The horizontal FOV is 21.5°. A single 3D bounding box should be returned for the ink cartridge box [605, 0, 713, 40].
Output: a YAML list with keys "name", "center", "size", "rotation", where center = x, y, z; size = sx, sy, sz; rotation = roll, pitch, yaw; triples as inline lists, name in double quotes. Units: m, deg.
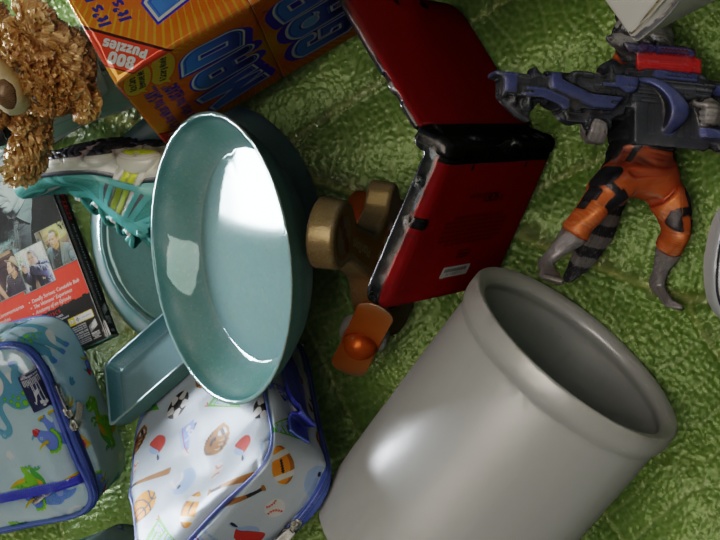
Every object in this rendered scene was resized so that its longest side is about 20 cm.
- name: "ink cartridge box"
  center: [0.215, -0.252, 1.187]
  size: [0.146, 0.199, 0.085]
  rotation: [56, 148, 10]

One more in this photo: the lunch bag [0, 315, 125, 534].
- name: "lunch bag"
  center: [-0.292, 0.129, 1.481]
  size: [0.199, 0.082, 0.162]
  rotation: [-12, 108, 24]

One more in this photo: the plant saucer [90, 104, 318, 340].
- name: "plant saucer"
  center: [-0.124, -0.030, 1.441]
  size: [0.199, 0.027, 0.202]
  rotation: [2, 95, 22]

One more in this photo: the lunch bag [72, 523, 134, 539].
- name: "lunch bag"
  center: [-0.167, 0.270, 1.387]
  size: [0.160, 0.200, 0.077]
  rotation: [34, 108, 15]

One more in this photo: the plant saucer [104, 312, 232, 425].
- name: "plant saucer"
  center: [-0.115, 0.037, 1.400]
  size: [0.200, 0.019, 0.070]
  rotation: [-41, 35, 20]

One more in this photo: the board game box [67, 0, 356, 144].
- name: "board game box"
  center: [-0.111, -0.238, 1.295]
  size: [0.199, 0.200, 0.201]
  rotation: [-30, 81, -1]

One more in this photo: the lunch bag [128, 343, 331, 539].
- name: "lunch bag"
  center: [-0.091, 0.132, 1.357]
  size: [0.075, 0.200, 0.160]
  rotation: [36, 110, -30]

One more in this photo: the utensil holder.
- name: "utensil holder"
  center: [0.090, 0.128, 1.289]
  size: [0.170, 0.170, 0.200]
  rotation: [42, 111, 15]

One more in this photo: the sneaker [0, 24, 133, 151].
- name: "sneaker"
  center: [-0.212, -0.151, 1.413]
  size: [0.200, 0.118, 0.074]
  rotation: [-32, 80, 11]

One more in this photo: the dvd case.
- name: "dvd case"
  center: [-0.287, -0.015, 1.514]
  size: [0.145, 0.022, 0.201]
  rotation: [-24, 85, 22]

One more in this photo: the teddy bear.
- name: "teddy bear"
  center: [-0.259, -0.131, 1.306]
  size: [0.199, 0.066, 0.146]
  rotation: [24, 119, 43]

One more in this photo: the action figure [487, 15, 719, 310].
- name: "action figure"
  center: [0.161, -0.085, 1.270]
  size: [0.199, 0.105, 0.195]
  rotation: [12, 92, -16]

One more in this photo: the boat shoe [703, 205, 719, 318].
- name: "boat shoe"
  center: [0.290, -0.049, 1.233]
  size: [0.071, 0.068, 0.201]
  rotation: [24, 101, -17]

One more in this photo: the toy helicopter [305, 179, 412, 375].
- name: "toy helicopter"
  center: [0.000, 0.000, 1.296]
  size: [0.078, 0.200, 0.133]
  rotation: [10, 82, 19]

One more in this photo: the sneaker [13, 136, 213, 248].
- name: "sneaker"
  center: [-0.174, -0.056, 1.408]
  size: [0.199, 0.077, 0.080]
  rotation: [4, 104, 22]

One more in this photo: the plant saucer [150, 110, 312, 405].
- name: "plant saucer"
  center: [-0.084, -0.010, 1.302]
  size: [0.200, 0.036, 0.202]
  rotation: [17, 110, 56]

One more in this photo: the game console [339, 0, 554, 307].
- name: "game console"
  center: [0.040, -0.082, 1.274]
  size: [0.118, 0.200, 0.173]
  rotation: [29, 106, 21]
